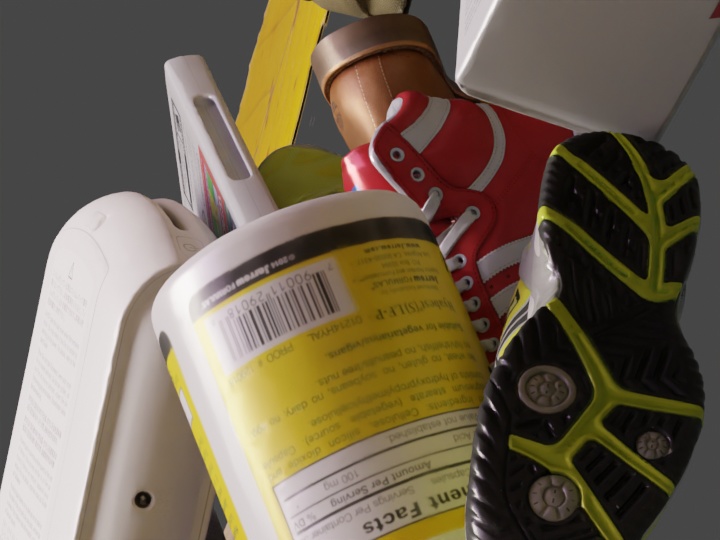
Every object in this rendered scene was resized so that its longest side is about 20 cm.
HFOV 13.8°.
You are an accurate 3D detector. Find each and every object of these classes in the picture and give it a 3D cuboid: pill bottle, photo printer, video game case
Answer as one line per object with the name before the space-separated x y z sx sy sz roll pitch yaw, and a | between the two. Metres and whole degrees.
pill bottle | 0.008 0.082 1.068 0.111 0.111 0.201 118 133 -64
photo printer | -0.108 0.067 1.321 0.166 0.069 0.201 -149 70 -70
video game case | -0.052 0.026 1.373 0.182 0.023 0.201 -118 19 -58

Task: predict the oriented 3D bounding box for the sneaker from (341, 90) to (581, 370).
sneaker | 0.041 0.014 1.149 0.071 0.112 0.201 116 163 -49

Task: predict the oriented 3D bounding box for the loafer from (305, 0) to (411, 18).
loafer | 0.036 -0.191 1.380 0.200 0.067 0.076 -51 13 43

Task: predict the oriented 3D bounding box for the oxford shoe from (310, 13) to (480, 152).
oxford shoe | 0.034 -0.044 1.306 0.200 0.071 0.072 33 -145 -64

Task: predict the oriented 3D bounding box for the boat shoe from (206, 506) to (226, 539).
boat shoe | -0.091 0.179 1.435 0.071 0.072 0.201 -21 81 35

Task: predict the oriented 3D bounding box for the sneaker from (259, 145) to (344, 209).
sneaker | 0.000 0.000 1.354 0.200 0.075 0.077 56 -179 44

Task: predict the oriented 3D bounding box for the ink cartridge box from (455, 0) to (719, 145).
ink cartridge box | 0.099 -0.168 1.098 0.201 0.083 0.146 -85 16 -48

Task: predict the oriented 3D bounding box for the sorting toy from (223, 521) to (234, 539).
sorting toy | 0.001 0.069 1.452 0.185 0.036 0.201 -30 38 56

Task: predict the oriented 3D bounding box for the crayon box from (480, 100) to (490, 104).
crayon box | 0.091 -0.140 1.278 0.201 0.050 0.127 -88 13 -52

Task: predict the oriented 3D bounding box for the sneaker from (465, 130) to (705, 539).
sneaker | 0.080 0.044 1.019 0.077 0.075 0.201 99 -172 -47
